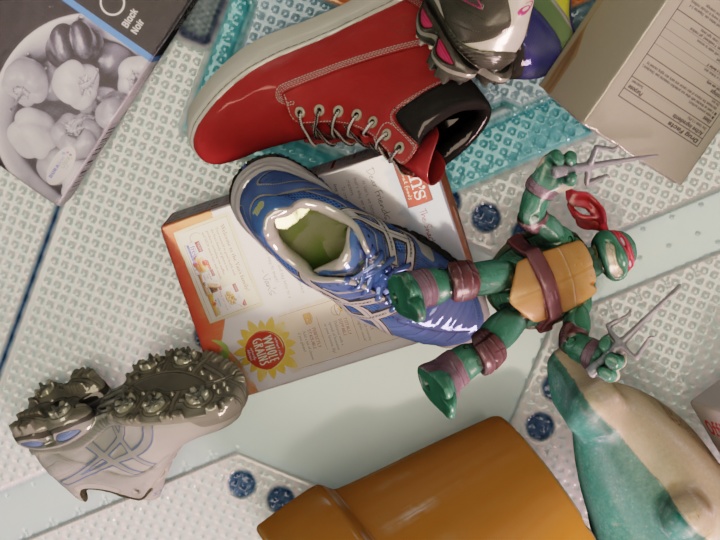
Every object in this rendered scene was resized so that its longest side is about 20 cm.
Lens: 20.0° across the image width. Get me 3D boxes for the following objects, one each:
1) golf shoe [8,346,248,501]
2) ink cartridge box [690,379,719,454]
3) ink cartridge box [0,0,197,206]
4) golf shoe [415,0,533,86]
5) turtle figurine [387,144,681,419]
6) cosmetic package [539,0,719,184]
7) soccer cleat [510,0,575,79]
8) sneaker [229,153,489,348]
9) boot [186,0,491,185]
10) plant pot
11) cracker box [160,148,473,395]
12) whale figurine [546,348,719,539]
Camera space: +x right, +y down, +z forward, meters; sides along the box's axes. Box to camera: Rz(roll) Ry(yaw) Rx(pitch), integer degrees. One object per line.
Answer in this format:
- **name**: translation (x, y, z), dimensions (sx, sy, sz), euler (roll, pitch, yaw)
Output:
- **golf shoe**: translation (-0.148, 0.115, 1.438), dimensions (0.199, 0.078, 0.098), euler (-10, 120, 36)
- **ink cartridge box**: translation (0.346, 0.136, 1.369), dimensions (0.144, 0.147, 0.201), euler (-32, 96, -8)
- **ink cartridge box**: translation (-0.235, -0.183, 1.422), dimensions (0.199, 0.043, 0.199), euler (34, 101, -1)
- **golf shoe**: translation (0.053, -0.213, 1.341), dimensions (0.201, 0.077, 0.088), euler (55, 134, 28)
- **turtle figurine**: translation (0.122, 0.010, 1.336), dimensions (0.199, 0.101, 0.151), euler (-24, 85, -15)
- **cosmetic package**: translation (0.221, -0.171, 1.358), dimensions (0.105, 0.071, 0.201), euler (29, 102, -33)
- **soccer cleat**: translation (0.104, -0.231, 1.389), dimensions (0.083, 0.065, 0.202), euler (-14, 96, -24)
- **sneaker**: translation (0.000, 0.000, 1.354), dimensions (0.199, 0.077, 0.076), euler (28, 103, -17)
- **boot**: translation (-0.016, -0.096, 1.371), dimensions (0.199, 0.072, 0.145), euler (-28, 56, 8)
- **plant pot**: translation (0.058, 0.203, 1.407), dimensions (0.183, 0.200, 0.201), euler (-36, 96, -6)
- **cracker box**: translation (-0.024, -0.003, 1.432), dimensions (0.198, 0.058, 0.135), euler (-17, 100, 8)
- **whale figurine**: translation (0.183, 0.142, 1.390), dimensions (0.104, 0.159, 0.200), euler (-42, 121, 8)
